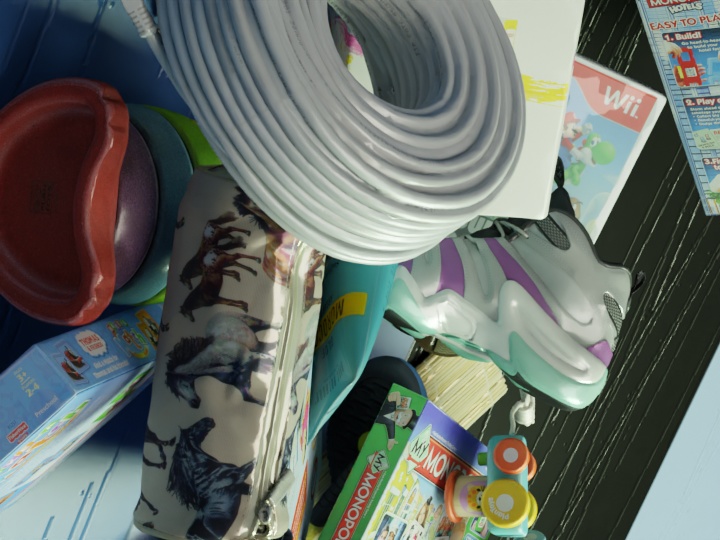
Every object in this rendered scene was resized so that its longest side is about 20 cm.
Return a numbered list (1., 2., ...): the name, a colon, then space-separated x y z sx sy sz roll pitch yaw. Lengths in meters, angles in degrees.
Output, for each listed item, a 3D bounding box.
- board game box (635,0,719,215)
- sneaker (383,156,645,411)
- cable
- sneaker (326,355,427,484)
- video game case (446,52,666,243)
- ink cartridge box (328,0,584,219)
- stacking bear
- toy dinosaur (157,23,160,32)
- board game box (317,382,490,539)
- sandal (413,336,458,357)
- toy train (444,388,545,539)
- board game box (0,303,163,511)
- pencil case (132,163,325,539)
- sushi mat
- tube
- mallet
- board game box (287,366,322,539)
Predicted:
1. board game box: 0.232 -0.171 1.358 0.200 0.062 0.200 51 41 -54
2. sneaker: 0.080 -0.015 1.311 0.140 0.200 0.078 -63 -175 -7
3. cable: -0.005 -0.103 0.996 0.069 0.200 0.200 -29 -179 38
4. sneaker: 0.024 0.129 1.422 0.078 0.066 0.200 -40 142 -44
5. video game case: 0.088 -0.049 1.342 0.143 0.017 0.200 22 102 -15
6. ink cartridge box: 0.049 -0.148 1.162 0.125 0.129 0.200 3 120 -7
7. stacking bear: -0.098 -0.033 1.127 0.200 0.114 0.122 3 93 -48
8. toy dinosaur: -0.082 -0.196 1.051 0.136 0.086 0.200 -47 147 -19
9. board game box: 0.035 0.163 1.362 0.135 0.029 0.200 -64 153 -8
10. sandal: 0.093 -0.037 1.385 0.082 0.055 0.200 24 101 -16
11. toy train: 0.091 0.173 1.392 0.150 0.055 0.200 -77 162 -60
12. board game box: -0.174 0.084 1.086 0.151 0.037 0.200 -41 177 12
13. pencil case: -0.057 0.039 1.046 0.078 0.089 0.201 0 102 -54
14. sushi mat: 0.025 0.120 1.472 0.200 0.012 0.096 -42 143 -18
15. tube: 0.000 0.000 1.229 0.077 0.050 0.200 115 -12 -55
16. mallet: -0.039 0.168 1.374 0.066 0.041 0.200 -3 136 -47
17. board game box: -0.061 0.105 1.231 0.200 0.056 0.196 -78 172 -54
